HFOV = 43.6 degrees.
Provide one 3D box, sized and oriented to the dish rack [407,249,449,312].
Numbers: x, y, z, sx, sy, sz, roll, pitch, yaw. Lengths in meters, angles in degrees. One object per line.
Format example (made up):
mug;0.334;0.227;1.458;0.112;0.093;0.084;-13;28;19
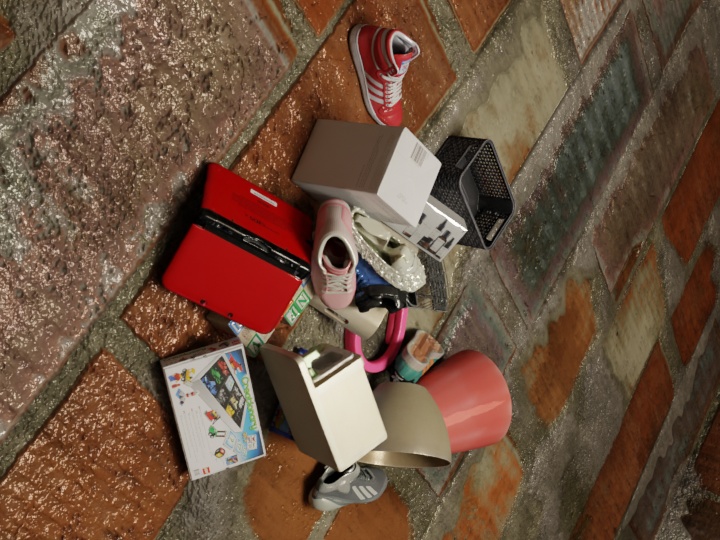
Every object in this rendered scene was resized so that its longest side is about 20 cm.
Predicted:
dish rack;0.118;0.005;1.724;0.198;0.054;0.156;10;69;-51

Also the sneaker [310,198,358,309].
sneaker;-0.042;-0.001;1.414;0.105;0.074;0.203;-95;-175;-54

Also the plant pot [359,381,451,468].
plant pot;0.073;0.283;1.671;0.199;0.198;0.137;29;59;-49

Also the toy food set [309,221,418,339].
toy food set;0.000;0.000;1.592;0.142;0.060;0.202;33;73;-13

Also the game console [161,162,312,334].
game console;-0.183;-0.033;1.368;0.198;0.118;0.174;29;41;-29

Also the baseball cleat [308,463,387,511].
baseball cleat;-0.007;0.391;1.684;0.198;0.070;0.108;-10;133;-48

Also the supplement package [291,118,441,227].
supplement package;0.008;-0.162;1.475;0.121;0.198;0.122;35;74;-47

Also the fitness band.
fitness band;0.032;0.090;1.695;0.142;0.037;0.204;3;96;-50

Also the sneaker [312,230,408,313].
sneaker;-0.002;0.008;1.515;0.197;0.076;0.113;21;66;-23

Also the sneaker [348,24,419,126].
sneaker;0.057;-0.329;1.559;0.071;0.111;0.202;-48;132;-29

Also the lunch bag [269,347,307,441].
lunch bag;-0.058;0.242;1.607;0.200;0.093;0.153;37;72;-61

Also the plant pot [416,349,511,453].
plant pot;0.177;0.279;1.811;0.175;0.199;0.204;-15;111;-37

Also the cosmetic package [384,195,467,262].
cosmetic package;0.091;-0.105;1.614;0.198;0.051;0.083;33;111;-20

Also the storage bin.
storage bin;0.221;-0.156;1.813;0.136;0.093;0.201;-53;133;-26

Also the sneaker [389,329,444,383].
sneaker;0.104;0.174;1.770;0.080;0.071;0.200;-48;169;18

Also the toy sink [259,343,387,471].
toy sink;-0.056;0.189;1.420;0.111;0.130;0.203;-30;110;-28

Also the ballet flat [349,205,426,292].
ballet flat;0.039;-0.035;1.469;0.199;0.072;0.072;37;69;-17

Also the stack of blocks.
stack of blocks;-0.147;0.038;1.454;0.201;0.058;0.116;-56;135;-24

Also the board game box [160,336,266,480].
board game box;-0.224;0.213;1.386;0.124;0.035;0.204;-15;114;-16
